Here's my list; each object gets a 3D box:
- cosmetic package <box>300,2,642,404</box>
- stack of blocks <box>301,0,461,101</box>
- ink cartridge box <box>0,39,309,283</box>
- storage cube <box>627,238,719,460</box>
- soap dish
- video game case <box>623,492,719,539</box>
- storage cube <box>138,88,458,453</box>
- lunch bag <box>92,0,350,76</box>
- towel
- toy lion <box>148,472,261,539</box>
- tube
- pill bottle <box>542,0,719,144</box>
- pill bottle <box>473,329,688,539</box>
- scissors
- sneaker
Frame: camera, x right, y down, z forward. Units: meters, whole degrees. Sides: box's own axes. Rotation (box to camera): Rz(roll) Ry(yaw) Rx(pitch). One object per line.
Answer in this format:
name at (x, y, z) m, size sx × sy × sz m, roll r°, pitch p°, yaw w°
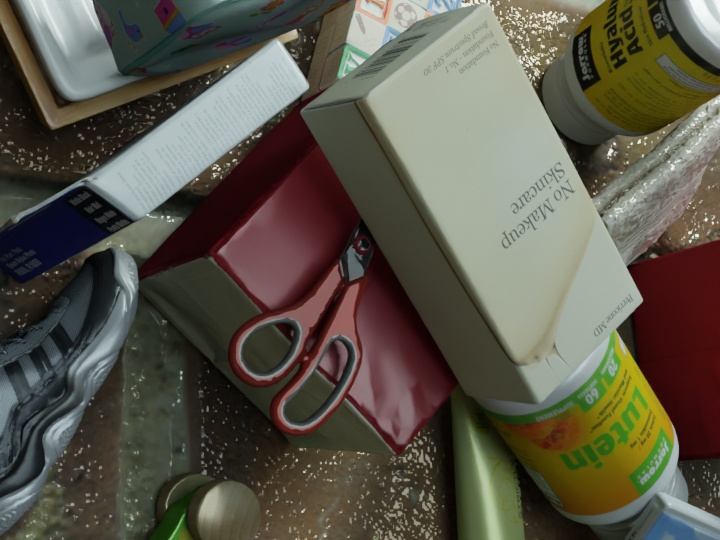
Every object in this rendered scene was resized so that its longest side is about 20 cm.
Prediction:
cosmetic package at (0.065, -0.035, 0.744) m, size 0.103 × 0.073 × 0.200 m, roll -41°, pitch 110°, yaw -25°
stack of blocks at (0.015, -0.213, 1.009) m, size 0.115 × 0.059 × 0.201 m, roll 22°, pitch 69°, yaw -24°
ink cartridge box at (-0.149, -0.047, 0.795) m, size 0.200 × 0.199 × 0.041 m, roll -40°, pitch 101°, yaw -31°
storage cube at (0.342, 0.062, 1.070) m, size 0.199 × 0.180 × 0.172 m, roll 1°, pitch 79°, yaw -29°
soap dish at (-0.159, -0.194, 0.891) m, size 0.200 × 0.081 × 0.158 m, roll -27°, pitch 93°, yaw -31°
video game case at (0.252, 0.275, 1.004) m, size 0.199 × 0.022 × 0.182 m, roll 25°, pitch 105°, yaw -23°
storage cube at (-0.011, -0.003, 0.865) m, size 0.171 × 0.200 × 0.180 m, roll 47°, pitch 67°, yaw -14°
lunch bag at (-0.056, -0.193, 0.810) m, size 0.200 × 0.160 × 0.077 m, roll -27°, pitch 94°, yaw -32°
towel at (0.225, -0.050, 1.057) m, size 0.034 × 0.133 × 0.200 m, roll 41°, pitch 59°, yaw 18°
toy lion at (-0.103, 0.243, 0.848) m, size 0.200 × 0.069 × 0.192 m, roll -33°, pitch 104°, yaw -31°
tube at (0.095, 0.170, 0.980) m, size 0.052 × 0.058 × 0.201 m, roll -2°, pitch 75°, yaw -2°
pill bottle at (0.230, -0.171, 1.038) m, size 0.111 × 0.200 × 0.112 m, roll 8°, pitch 70°, yaw -23°
pill bottle at (0.168, 0.116, 0.978) m, size 0.200 × 0.111 × 0.111 m, roll 53°, pitch 58°, yaw -33°
scissors at (0.000, 0.000, 0.755) m, size 0.073 × 0.014 × 0.200 m, roll 40°, pitch 74°, yaw -13°
sneaker at (-0.219, 0.053, 0.805) m, size 0.114 × 0.075 × 0.201 m, roll 35°, pitch 67°, yaw -22°
